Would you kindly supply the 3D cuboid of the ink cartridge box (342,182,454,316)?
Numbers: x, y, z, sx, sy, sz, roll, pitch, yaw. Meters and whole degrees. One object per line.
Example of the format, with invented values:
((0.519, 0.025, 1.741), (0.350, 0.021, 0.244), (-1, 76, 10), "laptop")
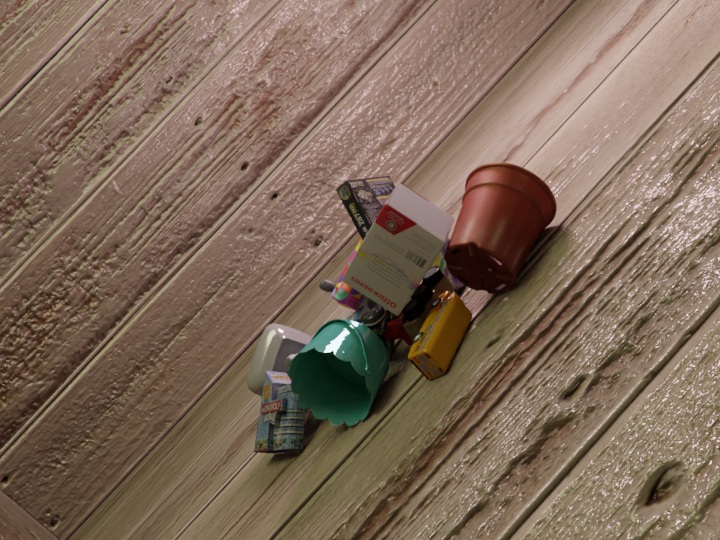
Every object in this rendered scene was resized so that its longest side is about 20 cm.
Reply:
((0.078, -0.044, 1.392), (0.202, 0.144, 0.145), (-58, 1, 28), "ink cartridge box")

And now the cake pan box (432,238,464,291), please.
((0.148, -0.011, 1.607), (0.052, 0.203, 0.183), (-12, -14, -40), "cake pan box")

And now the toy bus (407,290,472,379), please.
((0.163, 0.120, 1.334), (0.078, 0.065, 0.201), (-34, 15, 47), "toy bus")

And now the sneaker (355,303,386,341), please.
((0.034, 0.133, 1.529), (0.071, 0.083, 0.200), (-36, -3, -16), "sneaker")

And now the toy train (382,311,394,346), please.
((0.072, 0.099, 1.615), (0.034, 0.045, 0.204), (-8, 74, 58), "toy train")

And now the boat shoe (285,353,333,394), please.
((-0.095, 0.260, 1.591), (0.066, 0.200, 0.074), (-22, -35, -40), "boat shoe")

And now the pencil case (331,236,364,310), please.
((0.000, 0.000, 1.722), (0.203, 0.087, 0.088), (-62, 11, -2), "pencil case")

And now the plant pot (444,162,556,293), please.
((0.270, -0.074, 1.355), (0.200, 0.200, 0.197), (-29, 27, 58), "plant pot")

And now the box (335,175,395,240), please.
((0.044, -0.153, 1.678), (0.049, 0.163, 0.199), (-32, -9, 35), "box")

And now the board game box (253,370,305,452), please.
((-0.200, 0.346, 1.672), (0.199, 0.061, 0.204), (-30, 54, 58), "board game box")

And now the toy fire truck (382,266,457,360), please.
((0.113, 0.109, 1.505), (0.198, 0.129, 0.177), (-22, 23, 42), "toy fire truck")

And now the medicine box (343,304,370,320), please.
((-0.044, 0.216, 1.717), (0.199, 0.103, 0.183), (-40, 11, 35), "medicine box")

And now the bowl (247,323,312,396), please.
((-0.189, 0.258, 1.810), (0.074, 0.198, 0.203), (-7, 62, 61), "bowl")

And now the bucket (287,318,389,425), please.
((-0.041, 0.215, 1.451), (0.206, 0.208, 0.135), (-37, 7, 39), "bucket")

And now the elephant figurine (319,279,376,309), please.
((0.005, 0.064, 1.830), (0.155, 0.200, 0.142), (-44, 9, 2), "elephant figurine")
